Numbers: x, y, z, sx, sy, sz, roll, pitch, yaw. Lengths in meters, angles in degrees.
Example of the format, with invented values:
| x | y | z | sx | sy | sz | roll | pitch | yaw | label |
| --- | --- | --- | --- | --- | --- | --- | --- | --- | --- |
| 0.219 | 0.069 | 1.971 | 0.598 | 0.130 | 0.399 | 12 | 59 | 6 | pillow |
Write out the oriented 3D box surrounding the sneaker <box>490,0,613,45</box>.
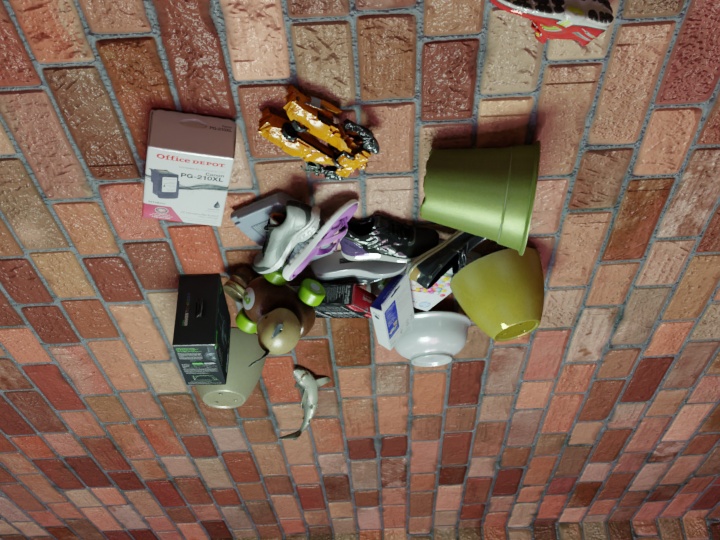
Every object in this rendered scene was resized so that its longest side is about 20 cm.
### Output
| x | y | z | sx | sy | sz | roll | pitch | yaw | label |
| --- | --- | --- | --- | --- | --- | --- | --- | --- | --- |
| 0.267 | -0.366 | 1.249 | 0.199 | 0.078 | 0.085 | 11 | 150 | -18 | sneaker |

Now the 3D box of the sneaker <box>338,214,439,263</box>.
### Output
| x | y | z | sx | sy | sz | roll | pitch | yaw | label |
| --- | --- | --- | --- | --- | --- | --- | --- | --- | --- |
| 0.055 | -0.067 | 1.697 | 0.198 | 0.076 | 0.088 | -5 | 141 | 4 | sneaker |

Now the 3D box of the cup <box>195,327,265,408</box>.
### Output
| x | y | z | sx | sy | sz | roll | pitch | yaw | label |
| --- | --- | --- | --- | --- | --- | --- | --- | --- | --- |
| -0.326 | 0.247 | 2.087 | 0.199 | 0.144 | 0.201 | -1 | 147 | -1 | cup |

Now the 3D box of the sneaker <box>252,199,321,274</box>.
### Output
| x | y | z | sx | sy | sz | roll | pitch | yaw | label |
| --- | --- | --- | --- | --- | --- | --- | --- | --- | --- |
| -0.153 | -0.067 | 1.630 | 0.079 | 0.074 | 0.200 | 27 | 132 | -23 | sneaker |

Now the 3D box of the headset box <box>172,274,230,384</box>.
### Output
| x | y | z | sx | sy | sz | roll | pitch | yaw | label |
| --- | --- | --- | --- | --- | --- | --- | --- | --- | --- |
| -0.342 | 0.127 | 1.874 | 0.092 | 0.175 | 0.201 | -1 | 146 | -1 | headset box |

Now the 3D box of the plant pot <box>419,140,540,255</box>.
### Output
| x | y | z | sx | sy | sz | roll | pitch | yaw | label |
| --- | --- | --- | --- | --- | --- | --- | --- | --- | --- |
| 0.205 | -0.140 | 1.514 | 0.188 | 0.201 | 0.201 | 9 | 148 | 7 | plant pot |

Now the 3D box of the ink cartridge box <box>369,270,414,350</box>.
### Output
| x | y | z | sx | sy | sz | roll | pitch | yaw | label |
| --- | --- | --- | --- | --- | --- | --- | --- | --- | --- |
| 0.068 | 0.079 | 1.822 | 0.039 | 0.100 | 0.200 | 30 | 155 | 23 | ink cartridge box |

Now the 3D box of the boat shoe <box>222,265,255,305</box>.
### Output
| x | y | z | sx | sy | sz | roll | pitch | yaw | label |
| --- | --- | --- | --- | --- | --- | --- | --- | --- | --- |
| -0.217 | 0.064 | 1.872 | 0.072 | 0.068 | 0.200 | 15 | 156 | 38 | boat shoe |

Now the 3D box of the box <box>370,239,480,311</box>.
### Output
| x | y | z | sx | sy | sz | roll | pitch | yaw | label |
| --- | --- | --- | --- | --- | --- | --- | --- | --- | --- |
| 0.137 | 0.008 | 1.843 | 0.155 | 0.041 | 0.200 | 18 | 143 | -28 | box |

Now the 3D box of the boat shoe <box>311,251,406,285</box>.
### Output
| x | y | z | sx | sy | sz | roll | pitch | yaw | label |
| --- | --- | --- | --- | --- | --- | --- | --- | --- | --- |
| 0.000 | 0.000 | 1.793 | 0.198 | 0.072 | 0.068 | -5 | 145 | 10 | boat shoe |

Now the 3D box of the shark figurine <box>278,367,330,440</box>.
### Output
| x | y | z | sx | sy | sz | roll | pitch | yaw | label |
| --- | --- | --- | --- | --- | --- | --- | --- | --- | --- |
| -0.154 | 0.343 | 2.286 | 0.089 | 0.216 | 0.128 | 20 | -161 | 40 | shark figurine |

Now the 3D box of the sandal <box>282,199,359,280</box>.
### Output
| x | y | z | sx | sy | sz | roll | pitch | yaw | label |
| --- | --- | --- | --- | --- | --- | --- | --- | --- | --- |
| -0.066 | -0.050 | 1.649 | 0.203 | 0.050 | 0.082 | -46 | 174 | 3 | sandal |

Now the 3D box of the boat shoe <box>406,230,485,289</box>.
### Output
| x | y | z | sx | sy | sz | roll | pitch | yaw | label |
| --- | --- | --- | --- | --- | --- | --- | --- | --- | --- |
| 0.183 | -0.028 | 1.701 | 0.199 | 0.062 | 0.075 | -32 | 155 | -20 | boat shoe |

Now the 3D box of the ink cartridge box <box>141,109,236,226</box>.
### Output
| x | y | z | sx | sy | sz | roll | pitch | yaw | label |
| --- | --- | --- | --- | --- | --- | --- | --- | --- | --- |
| -0.299 | -0.173 | 1.497 | 0.144 | 0.085 | 0.200 | 6 | 146 | -13 | ink cartridge box |

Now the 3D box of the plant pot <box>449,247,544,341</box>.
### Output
| x | y | z | sx | sy | sz | roll | pitch | yaw | label |
| --- | --- | --- | --- | --- | --- | --- | --- | --- | --- |
| 0.300 | 0.063 | 1.797 | 0.199 | 0.143 | 0.200 | -14 | 157 | -6 | plant pot |

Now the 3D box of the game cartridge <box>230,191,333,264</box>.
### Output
| x | y | z | sx | sy | sz | roll | pitch | yaw | label |
| --- | --- | --- | --- | --- | --- | --- | --- | --- | --- |
| -0.143 | -0.079 | 1.698 | 0.132 | 0.042 | 0.200 | -23 | 142 | 21 | game cartridge |

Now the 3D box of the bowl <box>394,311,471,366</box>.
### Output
| x | y | z | sx | sy | sz | roll | pitch | yaw | label |
| --- | --- | --- | --- | --- | --- | --- | --- | --- | --- |
| 0.162 | 0.168 | 2.011 | 0.199 | 0.091 | 0.201 | -4 | 159 | -1 | bowl |

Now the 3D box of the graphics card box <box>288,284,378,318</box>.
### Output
| x | y | z | sx | sy | sz | roll | pitch | yaw | label |
| --- | --- | --- | --- | --- | --- | --- | --- | --- | --- |
| -0.070 | 0.067 | 1.844 | 0.199 | 0.051 | 0.125 | -3 | 164 | 29 | graphics card box |

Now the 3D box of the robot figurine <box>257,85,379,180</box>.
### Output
| x | y | z | sx | sy | sz | roll | pitch | yaw | label |
| --- | --- | --- | --- | --- | --- | --- | --- | --- | --- |
| -0.064 | -0.225 | 1.456 | 0.199 | 0.059 | 0.145 | 26 | 138 | -35 | robot figurine |

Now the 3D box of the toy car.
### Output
| x | y | z | sx | sy | sz | roll | pitch | yaw | label |
| --- | --- | --- | --- | --- | --- | --- | --- | --- | --- |
| -0.176 | 0.106 | 1.707 | 0.157 | 0.200 | 0.165 | 30 | 118 | -6 | toy car |
